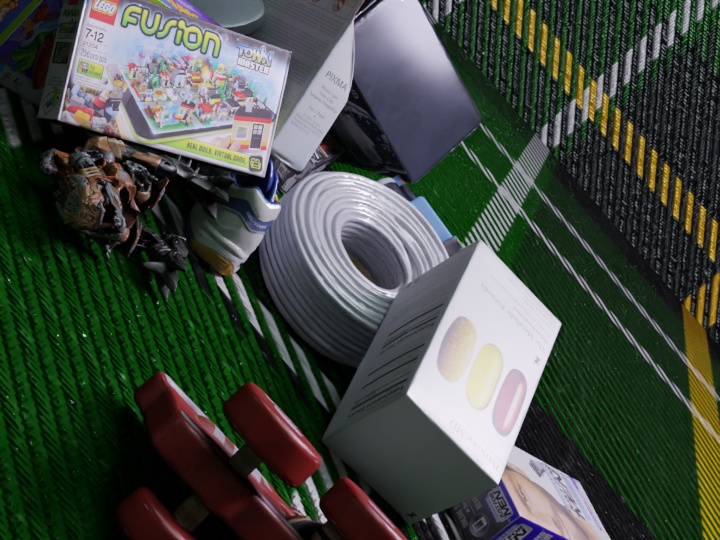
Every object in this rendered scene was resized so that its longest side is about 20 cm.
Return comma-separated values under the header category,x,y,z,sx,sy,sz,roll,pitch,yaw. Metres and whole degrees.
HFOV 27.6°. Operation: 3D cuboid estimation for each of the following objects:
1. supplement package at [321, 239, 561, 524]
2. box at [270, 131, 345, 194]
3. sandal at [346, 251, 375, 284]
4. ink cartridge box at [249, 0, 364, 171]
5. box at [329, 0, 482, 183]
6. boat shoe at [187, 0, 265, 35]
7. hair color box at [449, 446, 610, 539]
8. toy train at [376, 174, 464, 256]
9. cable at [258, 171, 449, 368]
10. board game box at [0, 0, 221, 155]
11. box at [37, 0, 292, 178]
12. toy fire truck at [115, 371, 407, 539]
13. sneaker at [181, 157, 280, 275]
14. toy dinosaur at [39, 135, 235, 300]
category,x,y,z,sx,sy,sz,roll,pitch,yaw
supplement package,0.072,0.092,1.227,0.114,0.109,0.200,44,43,-15
box,-0.112,-0.184,1.607,0.200,0.050,0.158,49,16,-1
sandal,0.028,0.014,1.503,0.211,0.078,0.070,38,-28,14
ink cartridge box,-0.049,-0.202,1.294,0.047,0.201,0.160,34,1,-38
box,0.003,-0.223,1.659,0.196,0.124,0.201,19,-33,55
boat shoe,-0.181,-0.205,1.284,0.199,0.070,0.071,-15,58,-26
hair color box,0.157,0.228,1.361,0.200,0.065,0.110,30,25,-45
toy train,0.065,-0.017,1.581,0.201,0.086,0.114,56,-10,20
cable,0.000,0.000,1.364,0.199,0.069,0.201,27,39,-25
board game box,-0.206,-0.181,1.204,0.200,0.134,0.045,30,24,-47
box,-0.151,-0.149,1.163,0.199,0.111,0.035,13,0,-41
toy fire truck,-0.061,0.150,0.911,0.200,0.112,0.168,46,-2,-12
sneaker,-0.109,-0.077,1.307,0.075,0.088,0.200,36,19,-32
toy dinosaur,-0.177,-0.065,1.106,0.135,0.102,0.201,28,34,-16
